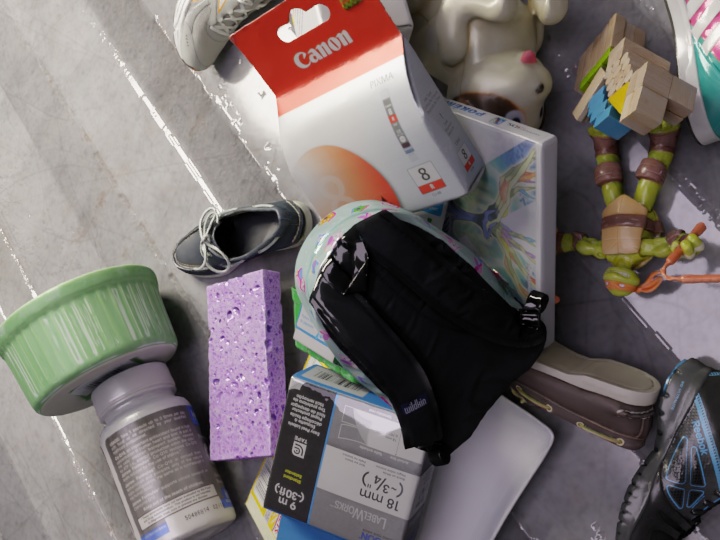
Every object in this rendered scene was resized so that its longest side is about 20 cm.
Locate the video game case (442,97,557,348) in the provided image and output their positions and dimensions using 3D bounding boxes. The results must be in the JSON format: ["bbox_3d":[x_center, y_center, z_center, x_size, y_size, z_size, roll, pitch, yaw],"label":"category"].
[{"bbox_3d":[0.100,-0.049,0.797,0.182,0.022,0.202,31,137,44],"label":"video game case"}]

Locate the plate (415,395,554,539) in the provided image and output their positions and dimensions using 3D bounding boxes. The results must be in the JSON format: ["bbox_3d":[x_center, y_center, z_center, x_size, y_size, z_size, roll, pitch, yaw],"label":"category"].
[{"bbox_3d":[0.070,0.184,0.880,0.199,0.032,0.201,34,105,29],"label":"plate"}]

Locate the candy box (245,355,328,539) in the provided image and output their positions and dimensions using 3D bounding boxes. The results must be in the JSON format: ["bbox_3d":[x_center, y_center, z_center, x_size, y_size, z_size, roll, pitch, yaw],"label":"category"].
[{"bbox_3d":[-0.062,0.195,0.947,0.102,0.026,0.202,41,111,53],"label":"candy box"}]

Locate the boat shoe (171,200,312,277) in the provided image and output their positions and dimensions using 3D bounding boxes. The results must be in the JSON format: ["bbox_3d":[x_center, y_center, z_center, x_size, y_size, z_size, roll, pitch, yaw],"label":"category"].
[{"bbox_3d":[-0.148,-0.035,1.015,0.198,0.062,0.076,-9,84,32],"label":"boat shoe"}]

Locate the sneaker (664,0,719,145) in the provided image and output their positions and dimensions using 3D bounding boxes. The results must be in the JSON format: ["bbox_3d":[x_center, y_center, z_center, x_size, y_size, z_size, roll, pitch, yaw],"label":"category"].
[{"bbox_3d":[0.313,-0.213,0.715,0.120,0.083,0.202,-11,89,37],"label":"sneaker"}]

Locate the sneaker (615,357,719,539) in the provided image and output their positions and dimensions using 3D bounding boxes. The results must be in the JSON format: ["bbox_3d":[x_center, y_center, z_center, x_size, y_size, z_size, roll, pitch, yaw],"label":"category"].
[{"bbox_3d":[0.268,0.178,0.730,0.081,0.073,0.202,20,99,30],"label":"sneaker"}]

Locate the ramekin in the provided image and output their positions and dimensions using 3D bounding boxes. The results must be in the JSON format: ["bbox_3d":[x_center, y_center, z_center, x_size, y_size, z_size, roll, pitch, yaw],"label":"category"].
[{"bbox_3d":[-0.311,0.087,1.039,0.199,0.199,0.098,-36,76,26],"label":"ramekin"}]

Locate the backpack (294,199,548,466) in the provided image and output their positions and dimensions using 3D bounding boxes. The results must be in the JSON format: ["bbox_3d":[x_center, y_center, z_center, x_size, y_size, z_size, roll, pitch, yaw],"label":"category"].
[{"bbox_3d":[0.035,0.036,0.732,0.167,0.200,0.126,-51,20,-7],"label":"backpack"}]

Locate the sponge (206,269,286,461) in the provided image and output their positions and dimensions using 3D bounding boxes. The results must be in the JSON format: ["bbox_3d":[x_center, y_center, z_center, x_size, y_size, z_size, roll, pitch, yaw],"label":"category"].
[{"bbox_3d":[-0.128,0.108,0.992,0.111,0.030,0.202,-14,75,45],"label":"sponge"}]

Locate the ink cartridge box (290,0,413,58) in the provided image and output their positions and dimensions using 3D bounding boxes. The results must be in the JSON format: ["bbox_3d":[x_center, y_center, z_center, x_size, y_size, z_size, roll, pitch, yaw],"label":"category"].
[{"bbox_3d":[-0.023,-0.271,0.829,0.083,0.145,0.202,-13,77,-8],"label":"ink cartridge box"}]

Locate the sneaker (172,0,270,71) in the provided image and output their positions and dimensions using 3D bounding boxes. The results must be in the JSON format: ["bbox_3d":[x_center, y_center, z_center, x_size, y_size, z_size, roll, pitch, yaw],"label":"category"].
[{"bbox_3d":[-0.144,-0.317,1.025,0.092,0.075,0.201,33,106,25],"label":"sneaker"}]

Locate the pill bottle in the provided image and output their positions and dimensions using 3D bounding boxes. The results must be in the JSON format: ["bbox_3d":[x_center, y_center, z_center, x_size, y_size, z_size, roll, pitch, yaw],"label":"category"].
[{"bbox_3d":[-0.230,0.216,1.021,0.113,0.113,0.201,-35,71,26],"label":"pill bottle"}]

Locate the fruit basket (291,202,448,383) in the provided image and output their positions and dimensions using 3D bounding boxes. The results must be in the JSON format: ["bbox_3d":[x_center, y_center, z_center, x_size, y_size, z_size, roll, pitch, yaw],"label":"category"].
[{"bbox_3d":[0.000,0.000,0.865,0.185,0.093,0.202,26,112,50],"label":"fruit basket"}]

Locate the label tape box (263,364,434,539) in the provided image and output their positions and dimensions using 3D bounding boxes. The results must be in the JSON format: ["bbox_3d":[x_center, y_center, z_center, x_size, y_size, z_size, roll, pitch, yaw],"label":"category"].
[{"bbox_3d":[-0.012,0.210,0.852,0.143,0.063,0.202,16,100,17],"label":"label tape box"}]

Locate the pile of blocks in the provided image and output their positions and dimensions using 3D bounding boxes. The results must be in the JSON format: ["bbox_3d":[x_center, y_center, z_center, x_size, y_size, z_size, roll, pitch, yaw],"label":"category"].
[{"bbox_3d":[0.226,-0.142,0.736,0.062,0.201,0.082,25,119,-9],"label":"pile of blocks"}]

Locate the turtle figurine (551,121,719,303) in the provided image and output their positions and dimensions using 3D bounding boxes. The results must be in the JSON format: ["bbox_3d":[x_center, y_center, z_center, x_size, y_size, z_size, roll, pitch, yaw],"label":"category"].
[{"bbox_3d":[0.238,-0.045,0.765,0.199,0.064,0.163,-1,76,49],"label":"turtle figurine"}]

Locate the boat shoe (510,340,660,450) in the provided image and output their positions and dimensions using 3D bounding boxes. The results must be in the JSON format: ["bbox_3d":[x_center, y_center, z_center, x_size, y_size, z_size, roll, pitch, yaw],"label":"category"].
[{"bbox_3d":[0.169,0.098,0.801,0.199,0.071,0.060,19,113,38],"label":"boat shoe"}]

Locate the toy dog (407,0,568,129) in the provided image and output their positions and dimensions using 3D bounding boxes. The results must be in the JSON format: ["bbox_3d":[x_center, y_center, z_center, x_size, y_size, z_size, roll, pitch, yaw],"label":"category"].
[{"bbox_3d":[0.099,-0.203,0.826,0.194,0.139,0.201,-41,66,38],"label":"toy dog"}]

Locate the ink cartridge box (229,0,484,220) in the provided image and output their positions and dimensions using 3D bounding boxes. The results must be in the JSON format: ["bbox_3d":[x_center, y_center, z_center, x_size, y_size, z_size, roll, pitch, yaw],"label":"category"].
[{"bbox_3d":[-0.012,-0.131,0.742,0.161,0.050,0.200,-15,122,44],"label":"ink cartridge box"}]
